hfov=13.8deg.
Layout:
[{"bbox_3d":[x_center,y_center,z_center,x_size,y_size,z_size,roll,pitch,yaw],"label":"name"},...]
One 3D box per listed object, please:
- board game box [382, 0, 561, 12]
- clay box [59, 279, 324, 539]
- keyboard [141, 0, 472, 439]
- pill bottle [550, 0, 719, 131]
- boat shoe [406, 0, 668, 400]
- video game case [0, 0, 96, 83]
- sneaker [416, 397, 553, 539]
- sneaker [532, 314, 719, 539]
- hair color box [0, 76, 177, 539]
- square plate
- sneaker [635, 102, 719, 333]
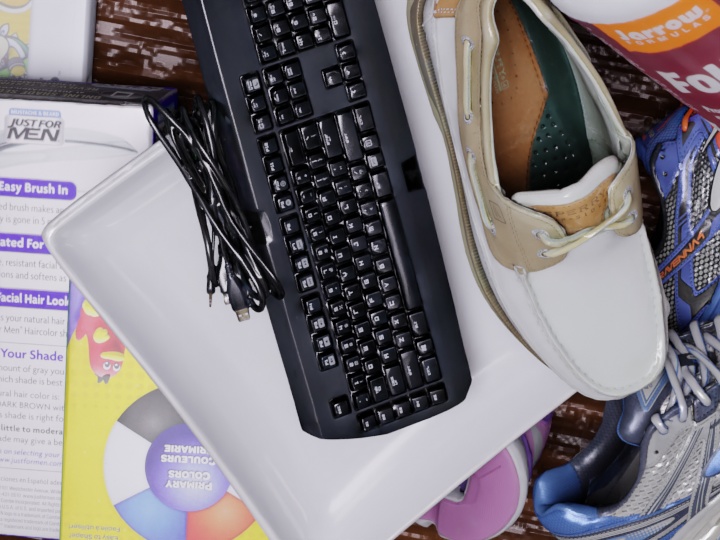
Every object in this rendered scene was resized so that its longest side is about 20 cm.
[{"bbox_3d":[0.005,-0.174,1.243,0.159,0.200,0.097,-29,56,10],"label":"board game box"},{"bbox_3d":[-0.072,0.090,1.295,0.114,0.048,0.202,2,99,-1],"label":"clay box"},{"bbox_3d":[-0.020,-0.023,1.203,0.103,0.040,0.201,-19,103,-11],"label":"keyboard"},{"bbox_3d":[0.136,-0.131,1.183,0.114,0.114,0.200,-49,134,11],"label":"pill bottle"},{"bbox_3d":[0.077,-0.032,1.210,0.074,0.068,0.201,-29,107,-9],"label":"boat shoe"},{"bbox_3d":[-0.226,-0.056,1.383,0.198,0.023,0.183,6,100,5],"label":"video game case"},{"bbox_3d":[0.004,0.052,1.357,0.199,0.088,0.081,23,123,23],"label":"sneaker"},{"bbox_3d":[0.150,0.058,1.281,0.085,0.077,0.200,28,113,-28],"label":"sneaker"},{"bbox_3d":[-0.142,0.017,1.343,0.108,0.065,0.202,4,103,8],"label":"hair color box"},{"bbox_3d":[0.000,0.000,1.247,0.198,0.028,0.200,-38,107,-6],"label":"square plate"},{"bbox_3d":[0.162,-0.059,1.322,0.078,0.075,0.201,16,100,6],"label":"sneaker"}]
